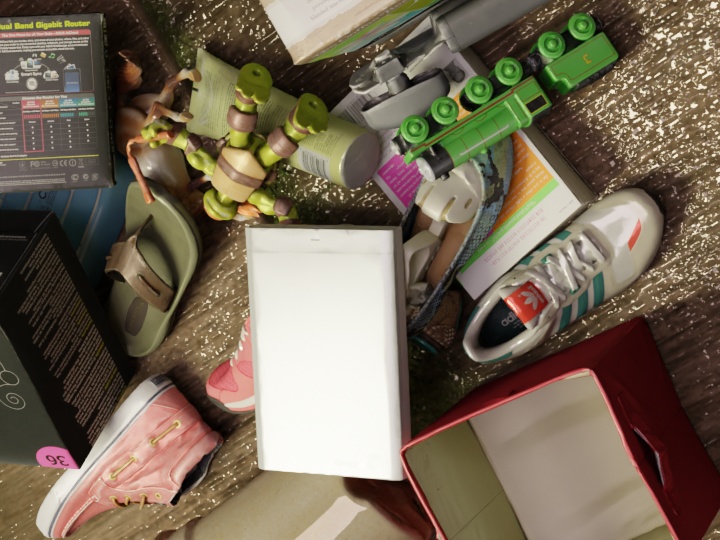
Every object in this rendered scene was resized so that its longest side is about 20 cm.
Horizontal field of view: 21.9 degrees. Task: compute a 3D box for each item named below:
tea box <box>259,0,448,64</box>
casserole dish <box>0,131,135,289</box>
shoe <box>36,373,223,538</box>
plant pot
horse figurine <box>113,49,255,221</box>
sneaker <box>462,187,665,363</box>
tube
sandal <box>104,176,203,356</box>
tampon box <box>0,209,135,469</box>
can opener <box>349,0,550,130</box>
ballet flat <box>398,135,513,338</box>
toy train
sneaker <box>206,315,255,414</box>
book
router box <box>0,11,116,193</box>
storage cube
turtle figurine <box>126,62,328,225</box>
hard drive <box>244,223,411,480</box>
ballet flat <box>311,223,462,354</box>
[{"bbox_3d":[0.030,-0.270,1.434,0.200,0.197,0.134,-30,89,25],"label":"tea box"},{"bbox_3d":[-0.281,-0.048,1.690,0.121,0.039,0.200,30,109,13],"label":"casserole dish"},{"bbox_3d":[-0.210,0.194,1.695,0.091,0.071,0.200,43,110,11],"label":"shoe"},{"bbox_3d":[-0.046,0.239,1.591,0.200,0.200,0.183,46,101,7],"label":"plant pot"},{"bbox_3d":[-0.169,-0.100,1.619,0.133,0.050,0.200,-11,107,46],"label":"horse figurine"},{"bbox_3d":[0.161,0.012,1.499,0.200,0.093,0.070,-40,86,24],"label":"sneaker"},{"bbox_3d":[-0.072,-0.125,1.574,0.200,0.052,0.058,24,73,34],"label":"tube"},{"bbox_3d":[-0.190,0.007,1.626,0.080,0.057,0.201,31,130,18],"label":"sandal"},{"bbox_3d":[-0.317,0.060,1.630,0.150,0.126,0.200,2,133,26],"label":"tampon box"},{"bbox_3d":[0.084,-0.182,1.485,0.200,0.053,0.067,-29,113,4],"label":"can opener"},{"bbox_3d":[0.060,-0.030,1.486,0.074,0.074,0.200,27,103,14],"label":"ballet flat"},{"bbox_3d":[0.115,-0.135,1.465,0.200,0.042,0.056,-33,86,-11],"label":"toy train"},{"bbox_3d":[-0.071,0.058,1.586,0.200,0.074,0.087,-23,111,43],"label":"sneaker"},{"bbox_3d":[0.079,-0.093,1.536,0.134,0.048,0.200,-42,83,24],"label":"book"},{"bbox_3d":[-0.312,-0.142,1.586,0.200,0.062,0.150,-3,98,-6],"label":"router box"},{"bbox_3d":[0.165,0.160,1.482,0.200,0.180,0.171,-27,91,25],"label":"storage cube"},{"bbox_3d":[-0.085,-0.085,1.523,0.200,0.064,0.161,39,131,2],"label":"turtle figurine"},{"bbox_3d":[-0.026,0.064,1.490,0.132,0.026,0.200,2,99,26],"label":"hard drive"},{"bbox_3d":[0.000,0.000,1.585,0.200,0.071,0.065,29,83,11],"label":"ballet flat"}]
